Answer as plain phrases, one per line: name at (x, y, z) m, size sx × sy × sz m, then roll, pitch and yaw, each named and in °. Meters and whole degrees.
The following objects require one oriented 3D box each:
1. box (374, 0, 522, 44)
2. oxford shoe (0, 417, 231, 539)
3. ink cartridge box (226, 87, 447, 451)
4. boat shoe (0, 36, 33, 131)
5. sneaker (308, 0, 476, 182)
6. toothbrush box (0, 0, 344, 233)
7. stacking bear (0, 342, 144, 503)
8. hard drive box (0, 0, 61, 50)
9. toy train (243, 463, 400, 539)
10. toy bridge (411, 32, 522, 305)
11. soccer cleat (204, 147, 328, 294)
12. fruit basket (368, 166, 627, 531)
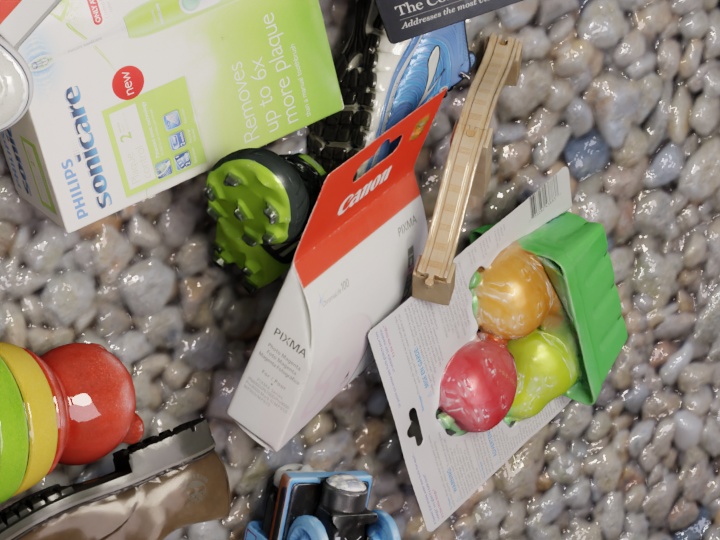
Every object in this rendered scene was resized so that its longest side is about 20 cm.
box at (0.077, -0.260, 1.415) m, size 0.199 × 0.104 × 0.183 m, roll -19°, pitch 131°, yaw 4°
oxford shoe at (-0.172, 0.169, 1.490) m, size 0.199 × 0.073 × 0.085 m, roll -23°, pitch 95°, yaw -8°
ink cartridge box at (0.000, 0.000, 1.515) m, size 0.162 × 0.057 × 0.200 m, roll -40°, pitch 164°, yaw -52°
boat shoe at (-0.266, -0.111, 1.235) m, size 0.201 × 0.086 × 0.075 m, roll 18°, pitch 101°, yaw -16°
sneaker at (0.032, -0.124, 1.562) m, size 0.089 × 0.078 × 0.201 m, roll 16°, pitch 98°, yaw -32°
toothbrush box at (-0.126, -0.135, 1.457) m, size 0.199 × 0.086 × 0.146 m, roll -24°, pitch 119°, yaw -21°
stacking bear at (-0.227, 0.094, 1.465) m, size 0.199 × 0.122 × 0.114 m, roll -11°, pitch 146°, yaw -40°
hard drive box at (-0.182, -0.248, 1.295) m, size 0.200 × 0.077 × 0.156 m, roll -49°, pitch 124°, yaw -7°
toy train at (-0.040, 0.223, 1.621) m, size 0.086 × 0.114 × 0.201 m, roll 0°, pitch 108°, yaw -35°
toy bridge at (0.071, -0.073, 1.559) m, size 0.067 × 0.027 × 0.201 m, roll 89°, pitch 16°, yaw -60°
soccer cleat at (-0.053, -0.047, 1.490) m, size 0.067 × 0.200 × 0.081 m, roll 40°, pitch 75°, yaw 5°
fruit basket at (0.088, 0.051, 1.633) m, size 0.200 × 0.094 × 0.186 m, roll -37°, pitch 131°, yaw -23°
